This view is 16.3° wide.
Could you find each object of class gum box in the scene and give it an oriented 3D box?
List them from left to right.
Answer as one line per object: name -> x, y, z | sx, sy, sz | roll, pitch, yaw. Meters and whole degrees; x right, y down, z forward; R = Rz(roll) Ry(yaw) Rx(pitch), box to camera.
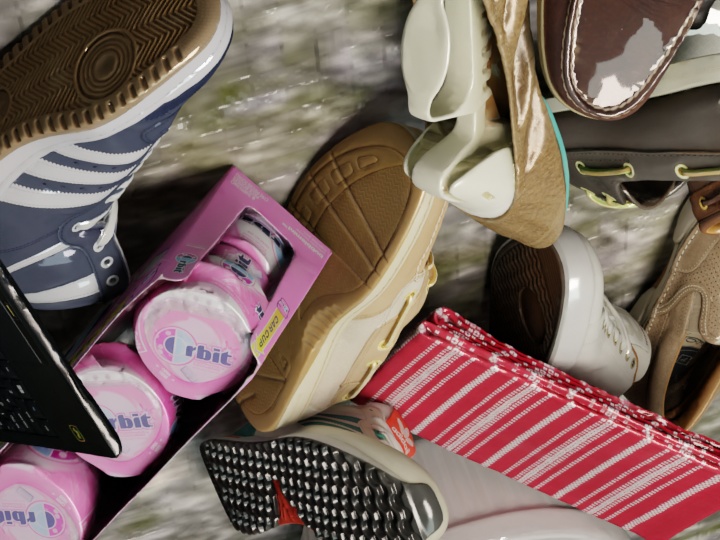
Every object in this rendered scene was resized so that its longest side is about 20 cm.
gum box -> -0.103, 0.050, 1.190 | 0.066, 0.114, 0.200 | 40, 121, -7

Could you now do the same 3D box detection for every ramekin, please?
ramekin -> 0.056, 0.167, 1.462 | 0.201, 0.095, 0.203 | -14, 148, -9

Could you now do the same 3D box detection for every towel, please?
towel -> 0.102, 0.085, 1.321 | 0.199, 0.023, 0.145 | 25, 156, -7

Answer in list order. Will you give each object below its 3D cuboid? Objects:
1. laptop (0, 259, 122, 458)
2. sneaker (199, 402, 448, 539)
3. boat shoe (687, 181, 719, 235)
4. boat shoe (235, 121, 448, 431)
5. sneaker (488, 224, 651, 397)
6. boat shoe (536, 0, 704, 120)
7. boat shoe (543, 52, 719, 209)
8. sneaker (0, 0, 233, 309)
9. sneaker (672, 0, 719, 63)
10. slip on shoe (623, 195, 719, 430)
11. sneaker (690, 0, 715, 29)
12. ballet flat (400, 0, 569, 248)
laptop -> -0.220, 0.029, 1.043 | 0.103, 0.200, 0.178 | -41, 110, -24
sneaker -> -0.001, 0.097, 1.299 | 0.093, 0.071, 0.199 | -28, -166, -29
boat shoe -> 0.229, -0.046, 1.199 | 0.072, 0.068, 0.200 | 6, 178, -32
boat shoe -> 0.000, 0.000, 1.239 | 0.069, 0.074, 0.200 | -9, 147, -38
sneaker -> 0.116, 0.025, 1.335 | 0.084, 0.073, 0.200 | -17, 157, -12
boat shoe -> 0.125, -0.149, 1.032 | 0.072, 0.072, 0.201 | 18, 111, -10
boat shoe -> 0.128, -0.058, 1.150 | 0.071, 0.061, 0.201 | -10, 180, -34
sneaker -> -0.112, -0.052, 1.095 | 0.199, 0.070, 0.108 | -31, 141, 25
sneaker -> 0.221, -0.116, 1.186 | 0.199, 0.081, 0.075 | -11, 146, -14
slip on shoe -> 0.195, 0.012, 1.362 | 0.076, 0.061, 0.200 | 1, 140, -30
sneaker -> 0.211, -0.146, 1.122 | 0.199, 0.066, 0.091 | -6, 105, -16
ballet flat -> 0.048, -0.078, 1.109 | 0.072, 0.068, 0.201 | -43, 141, -35
